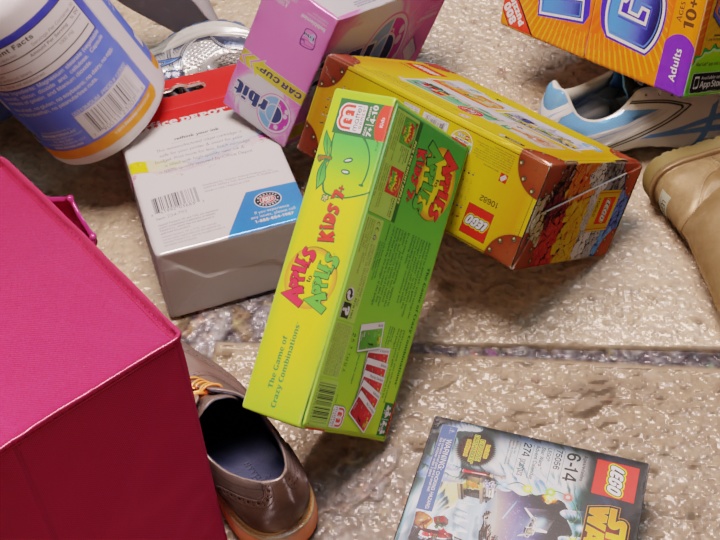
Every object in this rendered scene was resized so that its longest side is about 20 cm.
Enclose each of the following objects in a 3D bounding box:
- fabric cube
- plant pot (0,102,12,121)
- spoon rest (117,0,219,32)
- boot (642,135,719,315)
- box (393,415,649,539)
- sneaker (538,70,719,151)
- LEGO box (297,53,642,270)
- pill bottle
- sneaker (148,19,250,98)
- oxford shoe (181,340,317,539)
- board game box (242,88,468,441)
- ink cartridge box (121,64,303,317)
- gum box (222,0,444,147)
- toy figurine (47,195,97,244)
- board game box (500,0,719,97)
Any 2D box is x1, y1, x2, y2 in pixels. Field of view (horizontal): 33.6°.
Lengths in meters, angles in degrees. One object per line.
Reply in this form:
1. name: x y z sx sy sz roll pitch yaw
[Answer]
1. fabric cube: -0.216 0.098 0.674 0.199 0.200 0.196 -32 53 -24
2. plant pot: -0.341 -0.237 0.982 0.179 0.201 0.201 -1 45 26
3. spoon rest: -0.135 -0.222 1.033 0.199 0.099 0.061 18 77 -20
4. boot: 0.314 -0.022 0.849 0.174 0.066 0.201 -22 46 0
5. box: 0.082 0.184 0.679 0.136 0.040 0.201 11 47 13
6. sneaker: 0.239 -0.137 0.957 0.199 0.073 0.072 -14 45 -11
7. LEGO box: 0.079 -0.084 0.868 0.199 0.078 0.149 32 22 30
8. pill bottle: -0.240 -0.180 0.866 0.111 0.200 0.113 -17 47 20
9. sneaker: -0.163 -0.150 1.007 0.199 0.077 0.086 -7 49 11
10. oxford shoe: -0.096 0.088 0.762 0.071 0.073 0.200 -34 52 -24
11. board game box: 0.000 0.000 0.746 0.047 0.101 0.201 15 87 32
12. ink cartridge box: -0.118 -0.068 0.919 0.115 0.067 0.201 -15 47 -10
13. gum box: -0.011 -0.186 0.947 0.066 0.114 0.200 37 36 14
14. toy figurine: -0.264 -0.026 0.813 0.150 0.184 0.201 -30 33 25
15. board game box: 0.263 -0.268 0.933 0.199 0.201 0.200 -11 31 -35
